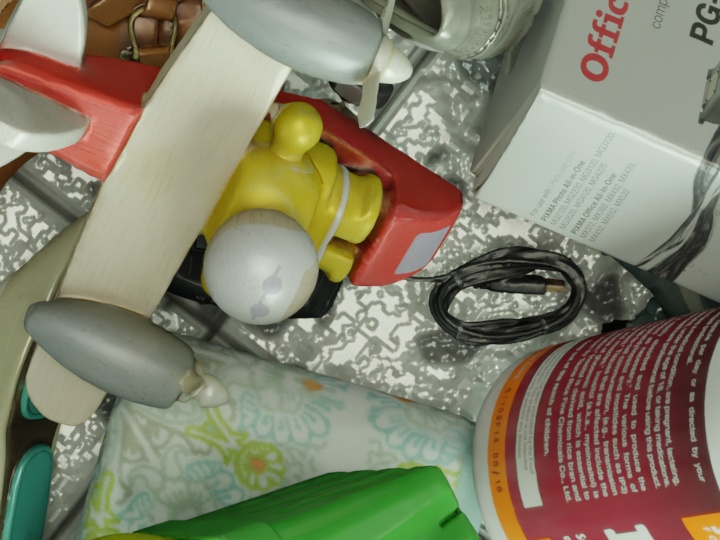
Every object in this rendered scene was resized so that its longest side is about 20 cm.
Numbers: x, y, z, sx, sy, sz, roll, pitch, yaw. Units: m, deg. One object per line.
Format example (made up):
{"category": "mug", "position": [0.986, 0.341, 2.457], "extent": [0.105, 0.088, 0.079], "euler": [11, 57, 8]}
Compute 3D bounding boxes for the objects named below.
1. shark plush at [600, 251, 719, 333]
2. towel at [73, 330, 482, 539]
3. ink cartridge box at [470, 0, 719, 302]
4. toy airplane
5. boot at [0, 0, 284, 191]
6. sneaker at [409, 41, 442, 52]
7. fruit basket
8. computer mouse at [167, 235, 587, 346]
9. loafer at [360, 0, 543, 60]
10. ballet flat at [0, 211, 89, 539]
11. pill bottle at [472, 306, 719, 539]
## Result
{"category": "shark plush", "position": [0.137, 0.014, 1.206], "extent": [0.199, 0.091, 0.083], "euler": [32, 121, -11]}
{"category": "towel", "position": [-0.044, 0.142, 1.204], "extent": [0.170, 0.048, 0.201], "euler": [16, 92, -6]}
{"category": "ink cartridge box", "position": [0.163, -0.068, 1.161], "extent": [0.199, 0.083, 0.146], "euler": [23, 55, -6]}
{"category": "toy airplane", "position": [-0.063, -0.037, 1.085], "extent": [0.198, 0.141, 0.201], "euler": [-23, 135, -3]}
{"category": "boot", "position": [-0.109, -0.080, 1.176], "extent": [0.154, 0.074, 0.201], "euler": [10, 98, -12]}
{"category": "sneaker", "position": [0.063, -0.190, 1.165], "extent": [0.075, 0.105, 0.201], "euler": [20, 91, -6]}
{"category": "fruit basket", "position": [-0.055, 0.158, 1.081], "extent": [0.215, 0.216, 0.156], "euler": [-30, 94, -3]}
{"category": "computer mouse", "position": [0.000, 0.000, 1.206], "extent": [0.198, 0.034, 0.059], "euler": [11, 72, -5]}
{"category": "loafer", "position": [-0.005, -0.164, 1.146], "extent": [0.200, 0.070, 0.070], "euler": [46, 123, 23]}
{"category": "ballet flat", "position": [-0.156, 0.060, 1.185], "extent": [0.069, 0.069, 0.201], "euler": [17, 93, -6]}
{"category": "pill bottle", "position": [0.150, 0.072, 1.132], "extent": [0.112, 0.199, 0.114], "euler": [12, 71, -39]}
